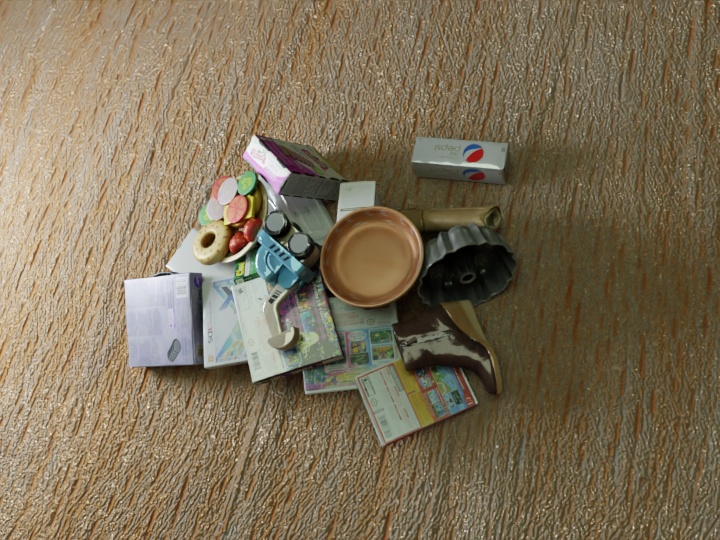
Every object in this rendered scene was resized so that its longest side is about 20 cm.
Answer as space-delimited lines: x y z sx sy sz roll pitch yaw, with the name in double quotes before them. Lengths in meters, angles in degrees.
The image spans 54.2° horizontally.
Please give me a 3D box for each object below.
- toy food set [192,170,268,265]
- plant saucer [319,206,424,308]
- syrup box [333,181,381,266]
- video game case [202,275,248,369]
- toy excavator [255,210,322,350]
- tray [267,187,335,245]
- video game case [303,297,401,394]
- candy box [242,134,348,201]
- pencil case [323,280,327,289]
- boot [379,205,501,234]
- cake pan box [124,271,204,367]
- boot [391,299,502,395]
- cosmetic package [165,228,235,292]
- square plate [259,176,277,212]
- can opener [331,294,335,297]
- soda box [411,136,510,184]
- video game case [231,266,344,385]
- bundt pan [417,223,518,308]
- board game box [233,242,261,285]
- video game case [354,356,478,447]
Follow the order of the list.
"toy food set" -0.270 -0.113 1.470 0.198 0.048 0.201 -14 65 36
"plant saucer" 0.023 -0.023 1.320 0.197 0.038 0.203 -4 68 11
"syrup box" -0.004 -0.076 1.427 0.080 0.079 0.202 -3 59 12
"video game case" -0.226 0.093 1.422 0.197 0.022 0.185 -11 71 13
"toy excavator" -0.147 0.021 1.330 0.194 0.100 0.201 41 91 18
"tray" -0.118 -0.124 1.533 0.106 0.022 0.201 -16 58 -23
"video game case" -0.020 0.142 1.389 0.197 0.024 0.185 -6 81 0
"candy box" -0.136 -0.217 1.509 0.136 0.199 0.061 46 114 25
"pencil case" -0.120 0.063 1.457 0.093 0.091 0.201 30 82 27
"boot" 0.157 -0.095 1.388 0.198 0.175 0.067 3 111 30
"cake pan box" -0.415 0.103 1.495 0.182 0.052 0.203 -7 86 24
"boot" 0.163 0.163 1.327 0.164 0.073 0.202 -20 68 -4
"cosmetic package" -0.311 0.009 1.533 0.199 0.085 0.108 33 82 25
"square plate" -0.220 -0.130 1.594 0.200 0.028 0.198 -41 65 -3
"can opener" 0.000 0.000 1.460 0.078 0.063 0.202 21 76 23
"soda box" 0.213 -0.233 1.489 0.197 0.068 0.064 7 71 18
"video game case" -0.143 0.099 1.362 0.179 0.036 0.202 -18 71 0
"bundt pan" 0.194 -0.012 1.346 0.200 0.203 0.076 -22 51 6
"board game box" -0.211 -0.047 1.478 0.103 0.024 0.201 -16 36 6
"video game case" 0.104 0.229 1.337 0.198 0.017 0.144 -22 67 -8
